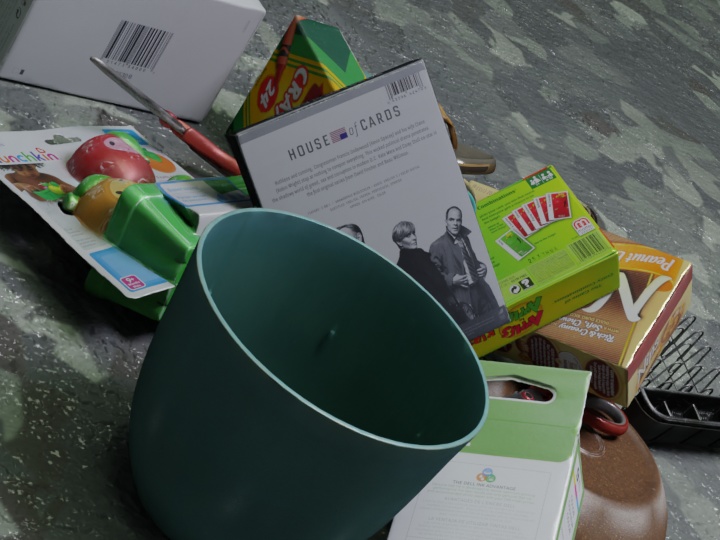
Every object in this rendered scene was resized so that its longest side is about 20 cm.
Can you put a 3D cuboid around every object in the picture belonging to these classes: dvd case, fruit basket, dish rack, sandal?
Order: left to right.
[{"bbox_3d":[-0.158,-0.053,1.277,0.200,0.094,0.185,45,29,25],"label":"fruit basket"},{"bbox_3d":[0.009,-0.028,1.264,0.150,0.201,0.025,-23,12,-18],"label":"dvd case"},{"bbox_3d":[0.031,-0.139,1.568,0.199,0.055,0.082,29,17,2],"label":"sandal"},{"bbox_3d":[0.248,0.064,1.565,0.153,0.055,0.201,10,46,-40],"label":"dish rack"}]

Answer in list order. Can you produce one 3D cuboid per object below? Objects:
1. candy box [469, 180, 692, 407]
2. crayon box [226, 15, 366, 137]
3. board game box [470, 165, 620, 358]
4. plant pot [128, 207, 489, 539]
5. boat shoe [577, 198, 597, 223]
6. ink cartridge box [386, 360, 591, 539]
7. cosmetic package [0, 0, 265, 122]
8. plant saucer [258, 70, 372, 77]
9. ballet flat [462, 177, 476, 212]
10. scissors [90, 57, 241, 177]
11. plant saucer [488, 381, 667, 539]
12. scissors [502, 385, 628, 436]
[{"bbox_3d":[0.145,0.015,1.415,0.199,0.055,0.116,23,58,24],"label":"candy box"},{"bbox_3d":[-0.033,-0.094,1.442,0.051,0.127,0.200,13,34,-35],"label":"crayon box"},{"bbox_3d":[0.084,0.009,1.364,0.199,0.048,0.102,-26,53,-10],"label":"board game box"},{"bbox_3d":[-0.048,0.089,1.096,0.200,0.161,0.201,27,28,-15],"label":"plant pot"},{"bbox_3d":[0.180,-0.036,1.645,0.074,0.073,0.200,39,28,8],"label":"boat shoe"},{"bbox_3d":[0.081,0.151,1.137,0.103,0.059,0.201,4,47,16],"label":"ink cartridge box"},{"bbox_3d":[-0.217,-0.245,1.485,0.199,0.123,0.200,9,35,-40],"label":"cosmetic package"},{"bbox_3d":[0.000,-0.134,1.642,0.199,0.036,0.200,27,28,-15],"label":"plant saucer"},{"bbox_3d":[0.000,0.000,1.317,0.071,0.200,0.071,45,-11,11],"label":"ballet flat"},{"bbox_3d":[-0.143,-0.110,1.376,0.200,0.014,0.073,35,-1,-34],"label":"scissors"},{"bbox_3d":[0.162,0.138,1.392,0.200,0.037,0.201,27,28,-16],"label":"plant saucer"},{"bbox_3d":[0.129,0.094,1.376,0.199,0.014,0.073,8,38,-39],"label":"scissors"}]
